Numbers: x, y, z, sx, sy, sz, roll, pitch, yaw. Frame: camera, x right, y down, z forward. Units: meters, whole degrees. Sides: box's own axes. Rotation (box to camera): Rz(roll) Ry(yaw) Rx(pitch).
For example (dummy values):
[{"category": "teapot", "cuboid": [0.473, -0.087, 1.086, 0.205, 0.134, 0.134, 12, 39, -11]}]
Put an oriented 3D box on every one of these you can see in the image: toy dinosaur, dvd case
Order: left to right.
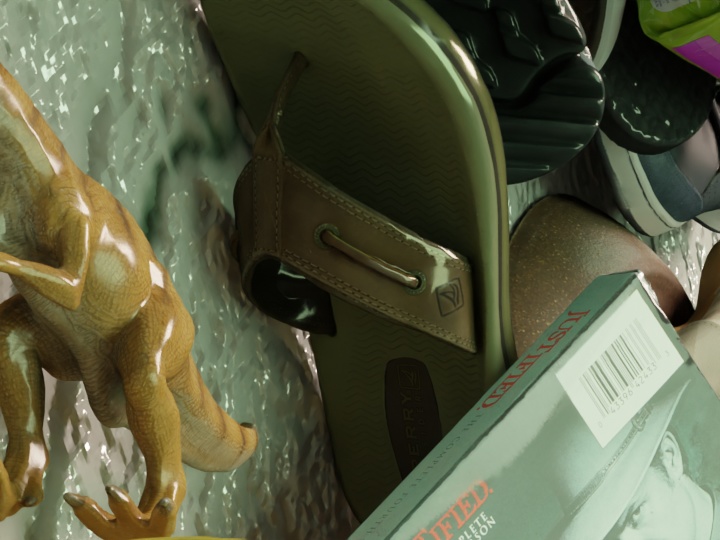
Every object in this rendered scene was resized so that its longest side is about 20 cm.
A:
[{"category": "toy dinosaur", "cuboid": [-0.055, 0.020, 0.618, 0.200, 0.060, 0.106, 59, 33, -43]}, {"category": "dvd case", "cuboid": [0.082, 0.122, 0.743, 0.146, 0.022, 0.200, -45, 111, -30]}]

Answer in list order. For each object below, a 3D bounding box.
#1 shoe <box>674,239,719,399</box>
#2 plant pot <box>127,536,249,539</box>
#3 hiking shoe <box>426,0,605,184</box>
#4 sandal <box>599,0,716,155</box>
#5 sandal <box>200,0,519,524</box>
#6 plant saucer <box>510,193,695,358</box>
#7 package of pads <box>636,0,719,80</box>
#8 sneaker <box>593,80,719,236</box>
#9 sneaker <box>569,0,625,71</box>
[{"category": "shoe", "cuboid": [0.152, 0.030, 0.988, 0.200, 0.053, 0.070, -37, 118, -62]}, {"category": "plant pot", "cuboid": [-0.023, 0.179, 0.515, 0.189, 0.200, 0.201, 71, 24, -59]}, {"category": "hiking shoe", "cuboid": [0.013, -0.123, 0.809, 0.087, 0.074, 0.200, -126, -161, -81]}, {"category": "sandal", "cuboid": [0.087, -0.117, 0.964, 0.075, 0.048, 0.201, 27, 44, -35]}, {"category": "sandal", "cuboid": [0.001, 0.001, 0.730, 0.057, 0.080, 0.201, -38, 121, -45]}, {"category": "plant saucer", "cuboid": [0.098, 0.070, 0.969, 0.200, 0.037, 0.201, -5, 90, -65]}, {"category": "package of pads", "cuboid": [0.144, -0.154, 0.929, 0.154, 0.068, 0.200, 23, 53, -50]}, {"category": "sneaker", "cuboid": [0.173, -0.068, 1.019, 0.202, 0.146, 0.077, -2, 73, -67]}, {"category": "sneaker", "cuboid": [0.060, -0.160, 0.888, 0.085, 0.073, 0.200, -24, 106, -62]}]
